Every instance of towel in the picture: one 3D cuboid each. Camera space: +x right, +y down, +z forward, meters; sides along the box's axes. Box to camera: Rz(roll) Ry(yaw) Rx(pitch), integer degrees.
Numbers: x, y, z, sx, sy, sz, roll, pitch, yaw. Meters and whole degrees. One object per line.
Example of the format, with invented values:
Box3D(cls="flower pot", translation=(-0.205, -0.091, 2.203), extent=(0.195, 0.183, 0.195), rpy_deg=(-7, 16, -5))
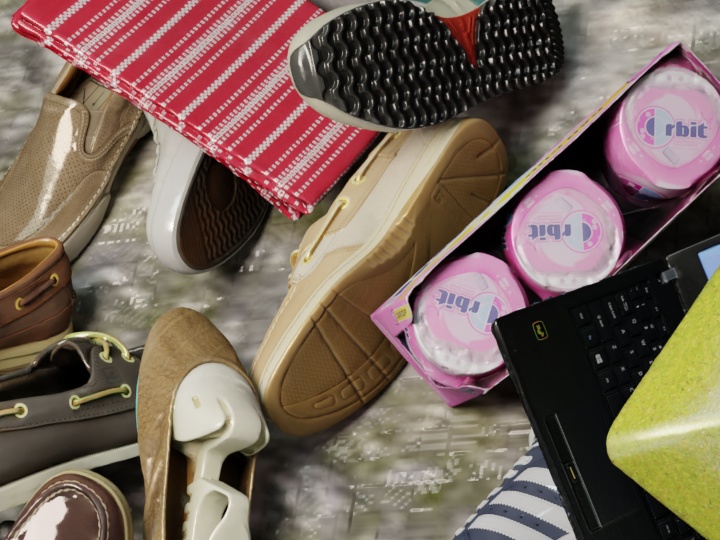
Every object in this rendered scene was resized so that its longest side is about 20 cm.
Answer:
Box3D(cls="towel", translation=(-0.078, -0.120, 1.393), extent=(0.199, 0.023, 0.145), rpy_deg=(34, 46, 6))

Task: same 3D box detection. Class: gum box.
Box3D(cls="gum box", translation=(0.096, -0.017, 1.254), extent=(0.200, 0.114, 0.066), rpy_deg=(-42, 90, -10))

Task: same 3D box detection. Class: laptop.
Box3D(cls="laptop", translation=(0.182, 0.067, 1.107), extent=(0.103, 0.199, 0.178), rpy_deg=(-27, 83, 44))

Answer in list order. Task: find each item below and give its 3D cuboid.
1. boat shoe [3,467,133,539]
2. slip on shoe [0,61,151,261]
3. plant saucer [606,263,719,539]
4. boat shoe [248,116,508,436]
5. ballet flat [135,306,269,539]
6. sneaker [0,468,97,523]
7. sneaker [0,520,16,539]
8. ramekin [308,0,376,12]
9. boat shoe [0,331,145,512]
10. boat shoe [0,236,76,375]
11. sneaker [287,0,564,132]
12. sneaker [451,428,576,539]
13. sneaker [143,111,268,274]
Box3D(cls="boat shoe", translation=(-0.172, 0.191, 1.209), extent=(0.072, 0.072, 0.201), rpy_deg=(28, 91, 11))
Box3D(cls="slip on shoe", translation=(-0.168, -0.079, 1.470), extent=(0.076, 0.061, 0.200), rpy_deg=(22, 66, 36))
Box3D(cls="plant saucer", translation=(0.238, 0.059, 1.096), extent=(0.200, 0.199, 0.048), rpy_deg=(-54, 7, -19))
Box3D(cls="boat shoe", translation=(0.000, 0.000, 1.331), extent=(0.069, 0.074, 0.200), rpy_deg=(16, 61, 47))
Box3D(cls="ballet flat", translation=(-0.076, 0.109, 1.245), extent=(0.072, 0.068, 0.201), rpy_deg=(-26, 54, 55))
Box3D(cls="sneaker", translation=(-0.235, 0.096, 1.355), extent=(0.199, 0.081, 0.075), rpy_deg=(3, 54, 25))
Box3D(cls="sneaker", translation=(-0.239, 0.147, 1.305), extent=(0.199, 0.066, 0.091), rpy_deg=(8, 96, 26))
Box3D(cls="ramekin", translation=(-0.002, -0.238, 1.489), extent=(0.201, 0.094, 0.203), rpy_deg=(-12, 48, 14))
Box3D(cls="boat shoe", translation=(-0.146, 0.066, 1.288), extent=(0.071, 0.061, 0.201), rpy_deg=(12, 26, 43))
Box3D(cls="boat shoe", translation=(-0.235, 0.025, 1.344), extent=(0.072, 0.068, 0.200), rpy_deg=(27, 28, 35))
Box3D(cls="sneaker", translation=(0.019, -0.110, 1.353), extent=(0.093, 0.071, 0.199), rpy_deg=(-10, 5, 44))
Box3D(cls="sneaker", translation=(0.080, 0.111, 1.200), extent=(0.199, 0.070, 0.109), rpy_deg=(-28, 52, -7))
Box3D(cls="sneaker", translation=(-0.094, -0.071, 1.429), extent=(0.084, 0.073, 0.201), rpy_deg=(-4, 42, 25))
